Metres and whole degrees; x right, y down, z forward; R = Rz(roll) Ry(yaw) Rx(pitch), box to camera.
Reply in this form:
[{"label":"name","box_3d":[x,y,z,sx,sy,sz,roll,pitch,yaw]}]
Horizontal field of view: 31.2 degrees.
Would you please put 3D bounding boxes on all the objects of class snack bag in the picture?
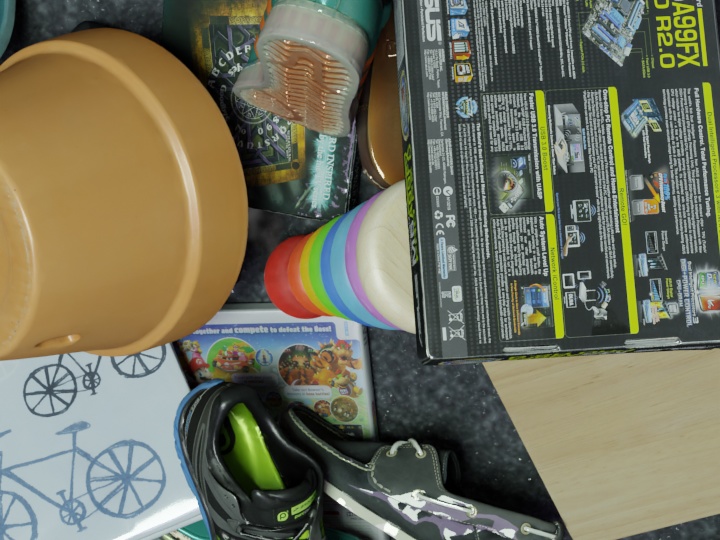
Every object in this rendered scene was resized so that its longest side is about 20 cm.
[{"label":"snack bag","box_3d":[-0.204,0.098,0.851,0.188,0.021,0.200,-23,77,0]}]

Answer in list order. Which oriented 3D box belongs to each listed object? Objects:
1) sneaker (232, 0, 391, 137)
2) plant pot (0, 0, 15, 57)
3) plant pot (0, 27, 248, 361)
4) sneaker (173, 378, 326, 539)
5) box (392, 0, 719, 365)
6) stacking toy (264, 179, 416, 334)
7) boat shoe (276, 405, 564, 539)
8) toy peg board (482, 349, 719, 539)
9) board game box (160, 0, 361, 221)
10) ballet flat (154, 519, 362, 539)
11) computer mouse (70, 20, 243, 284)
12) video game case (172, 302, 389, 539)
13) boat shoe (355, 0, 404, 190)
[{"label":"sneaker","box_3d":[-0.020,-0.127,0.690,0.071,0.200,0.080,23,82,-8]},{"label":"plant pot","box_3d":[-0.354,-0.170,0.786,0.196,0.200,0.201,-20,102,28]},{"label":"plant pot","box_3d":[-0.184,-0.033,0.747,0.200,0.140,0.201,11,110,31]},{"label":"sneaker","box_3d":[-0.054,0.159,0.788,0.083,0.071,0.200,-28,85,61]},{"label":"box","box_3d":[0.102,-0.056,0.647,0.160,0.044,0.201,-4,83,-5]},{"label":"stacking toy","box_3d":[0.000,0.000,0.757,0.085,0.200,0.086,3,84,-25]},{"label":"boat shoe","box_3d":[0.034,0.137,0.821,0.200,0.072,0.068,30,96,17]},{"label":"toy peg board","box_3d":[0.188,0.040,0.769,0.200,0.098,0.199,-19,118,20]},{"label":"board game box","box_3d":[-0.057,-0.136,0.796,0.135,0.028,0.200,11,110,11]},{"label":"ballet flat","box_3d":[-0.085,0.184,0.875,0.200,0.069,0.071,22,131,7]},{"label":"computer mouse","box_3d":[-0.133,-0.072,0.800,0.059,0.034,0.200,-46,71,37]},{"label":"video game case","box_3d":[-0.057,0.119,0.886,0.143,0.018,0.201,-1,108,16]},{"label":"boat shoe","box_3d":[0.032,-0.144,0.745,0.070,0.070,0.201,11,92,-4]}]
